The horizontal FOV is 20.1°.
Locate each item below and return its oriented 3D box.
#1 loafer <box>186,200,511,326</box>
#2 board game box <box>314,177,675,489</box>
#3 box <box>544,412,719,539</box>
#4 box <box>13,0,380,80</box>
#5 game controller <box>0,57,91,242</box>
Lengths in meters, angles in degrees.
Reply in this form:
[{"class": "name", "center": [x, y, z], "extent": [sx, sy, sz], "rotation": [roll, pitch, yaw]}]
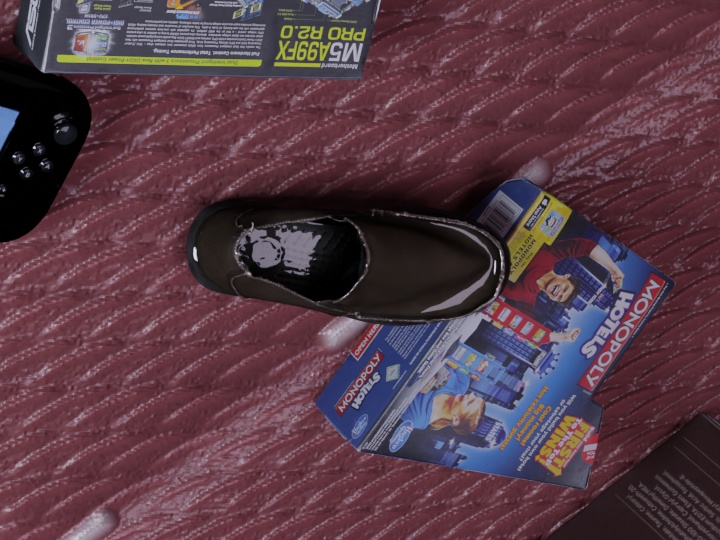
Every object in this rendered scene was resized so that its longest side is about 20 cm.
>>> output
[{"class": "loafer", "center": [0.000, 0.000, 1.188], "extent": [0.199, 0.071, 0.074], "rotation": [1, 96, -18]}, {"class": "board game box", "center": [0.105, 0.057, 1.329], "extent": [0.199, 0.062, 0.200], "rotation": [31, 98, -42]}, {"class": "box", "center": [0.244, 0.249, 1.464], "extent": [0.200, 0.164, 0.166], "rotation": [-37, 131, -8]}, {"class": "box", "center": [-0.075, -0.184, 1.081], "extent": [0.199, 0.044, 0.161], "rotation": [-3, 119, -31]}, {"class": "game controller", "center": [-0.238, -0.073, 1.045], "extent": [0.199, 0.042, 0.105], "rotation": [14, 109, -37]}]
